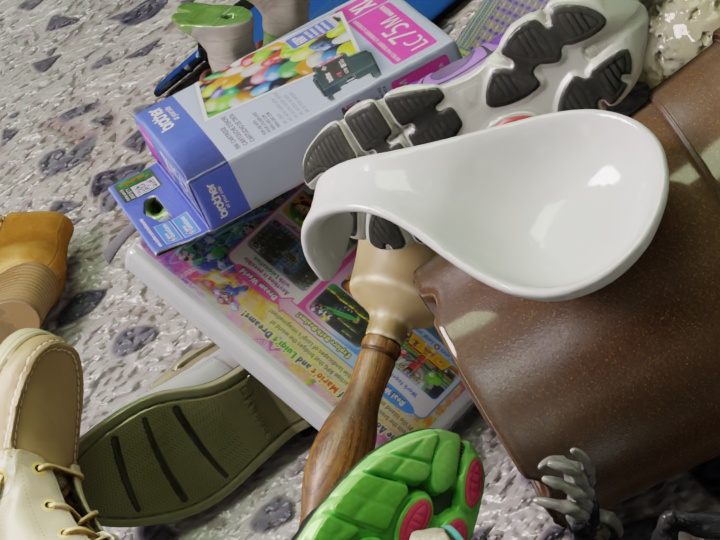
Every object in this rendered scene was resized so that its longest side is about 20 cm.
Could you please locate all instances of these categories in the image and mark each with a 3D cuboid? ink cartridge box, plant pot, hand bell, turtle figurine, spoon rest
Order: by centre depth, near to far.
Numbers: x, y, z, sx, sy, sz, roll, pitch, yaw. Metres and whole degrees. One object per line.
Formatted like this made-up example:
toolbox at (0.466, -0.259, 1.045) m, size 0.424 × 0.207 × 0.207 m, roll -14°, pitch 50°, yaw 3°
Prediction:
spoon rest at (0.051, -0.028, 1.059) m, size 0.200 × 0.061 × 0.100 m, roll -4°, pitch 58°, yaw 36°
plant pot at (0.146, 0.014, 1.126) m, size 0.198 × 0.200 × 0.200 m, roll -31°, pitch 29°, yaw 6°
hand bell at (0.007, 0.047, 1.208) m, size 0.104 × 0.104 × 0.200 m, roll 4°, pitch 63°, yaw 40°
ink cartridge box at (-0.048, -0.086, 1.274) m, size 0.200 × 0.042 × 0.119 m, roll -31°, pitch 29°, yaw -6°
turtle figurine at (-0.087, -0.084, 1.418) m, size 0.144 × 0.194 × 0.200 m, roll -13°, pitch 28°, yaw -21°

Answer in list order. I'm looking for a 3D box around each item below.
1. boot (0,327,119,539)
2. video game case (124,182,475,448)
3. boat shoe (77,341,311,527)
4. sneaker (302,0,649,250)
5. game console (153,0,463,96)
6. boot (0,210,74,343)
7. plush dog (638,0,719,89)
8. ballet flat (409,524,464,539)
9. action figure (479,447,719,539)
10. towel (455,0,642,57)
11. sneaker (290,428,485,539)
boot at (-0.140, 0.134, 1.173) m, size 0.155 × 0.073 × 0.200 m, roll 5°, pitch 80°, yaw 39°
video game case at (0.000, 0.000, 1.285) m, size 0.200 × 0.024 × 0.182 m, roll 39°, pitch 60°, yaw 12°
boat shoe at (-0.085, 0.083, 1.298) m, size 0.200 × 0.075 × 0.068 m, roll -27°, pitch 13°, yaw -15°
sneaker at (0.064, -0.078, 1.158) m, size 0.200 × 0.081 × 0.083 m, roll -27°, pitch 8°, yaw 22°
game console at (-0.033, -0.179, 1.720) m, size 0.171 × 0.118 × 0.200 m, roll 35°, pitch 60°, yaw 22°
boot at (-0.292, 0.025, 1.550) m, size 0.201 × 0.071 × 0.144 m, roll -16°, pitch 25°, yaw 8°
plush dog at (0.225, -0.190, 1.447) m, size 0.200 × 0.160 × 0.172 m, roll 8°, pitch 69°, yaw 46°
ballet flat at (0.049, 0.196, 0.928) m, size 0.062 × 0.067 × 0.200 m, roll -20°, pitch 65°, yaw -16°
action figure at (0.105, 0.141, 1.031) m, size 0.200 × 0.102 × 0.119 m, roll -17°, pitch 42°, yaw 11°
towel at (0.101, -0.130, 1.456) m, size 0.200 × 0.023 × 0.144 m, roll -57°, pitch 32°, yaw 1°
sneaker at (-0.023, 0.149, 1.107) m, size 0.200 × 0.077 × 0.084 m, roll -45°, pitch 22°, yaw -4°
